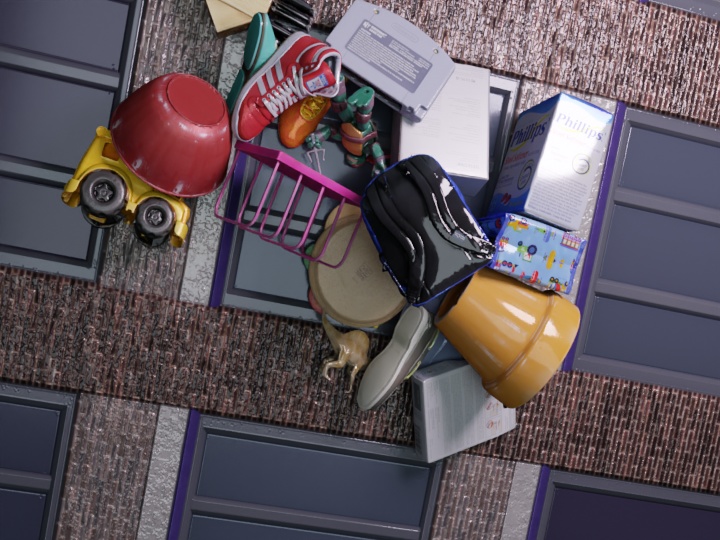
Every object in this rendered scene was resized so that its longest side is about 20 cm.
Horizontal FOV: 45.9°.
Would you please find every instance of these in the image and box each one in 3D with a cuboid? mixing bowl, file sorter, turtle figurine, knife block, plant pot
[{"bbox_3d":[-0.272,-0.226,1.307,0.197,0.108,0.203,20,49,-25],"label":"mixing bowl"},{"bbox_3d":[-0.110,-0.099,1.345,0.198,0.138,0.127,25,87,-39],"label":"file sorter"},{"bbox_3d":[-0.016,-0.219,1.397,0.147,0.202,0.102,14,51,16],"label":"turtle figurine"},{"bbox_3d":[-0.170,-0.454,1.381,0.173,0.064,0.204,-21,98,-8],"label":"knife block"},{"bbox_3d":[0.227,0.090,1.396,0.182,0.200,0.202,35,89,-4],"label":"plant pot"}]

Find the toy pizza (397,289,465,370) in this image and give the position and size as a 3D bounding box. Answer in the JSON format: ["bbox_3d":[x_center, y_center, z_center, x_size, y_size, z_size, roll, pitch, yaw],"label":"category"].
[{"bbox_3d":[0.157,0.108,1.504,0.196,0.032,0.205,-3,102,-12],"label":"toy pizza"}]

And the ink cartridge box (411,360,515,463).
[{"bbox_3d":[0.185,0.232,1.510,0.197,0.047,0.163,-15,112,-26],"label":"ink cartridge box"}]

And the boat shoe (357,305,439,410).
[{"bbox_3d":[0.067,0.155,1.442,0.060,0.072,0.204,27,99,-37],"label":"boat shoe"}]

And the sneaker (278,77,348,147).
[{"bbox_3d":[-0.074,-0.294,1.407,0.072,0.077,0.202,32,91,-13],"label":"sneaker"}]

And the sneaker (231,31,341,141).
[{"bbox_3d":[-0.108,-0.271,1.297,0.202,0.112,0.071,-55,144,-9],"label":"sneaker"}]

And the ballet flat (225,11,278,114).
[{"bbox_3d":[-0.162,-0.320,1.363,0.069,0.068,0.202,5,132,-27],"label":"ballet flat"}]

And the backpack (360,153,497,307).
[{"bbox_3d":[0.088,-0.063,1.305,0.161,0.168,0.202,-31,88,-1],"label":"backpack"}]

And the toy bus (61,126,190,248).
[{"bbox_3d":[-0.349,-0.150,1.358,0.197,0.136,0.195,23,76,-13],"label":"toy bus"}]

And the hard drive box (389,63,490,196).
[{"bbox_3d":[0.131,-0.239,1.412,0.153,0.077,0.204,8,72,-10],"label":"hard drive box"}]

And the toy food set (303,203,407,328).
[{"bbox_3d":[0.000,0.000,1.462,0.198,0.049,0.200,32,90,-12],"label":"toy food set"}]

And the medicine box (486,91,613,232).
[{"bbox_3d":[0.312,-0.171,1.422,0.101,0.182,0.204,19,86,-10],"label":"medicine box"}]

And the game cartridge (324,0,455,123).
[{"bbox_3d":[0.047,-0.342,1.367,0.198,0.042,0.134,34,67,2],"label":"game cartridge"}]

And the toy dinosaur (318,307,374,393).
[{"bbox_3d":[-0.030,0.142,1.464,0.200,0.058,0.102,41,84,-31],"label":"toy dinosaur"}]

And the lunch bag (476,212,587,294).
[{"bbox_3d":[0.257,-0.041,1.424,0.148,0.200,0.096,17,95,-15],"label":"lunch bag"}]
